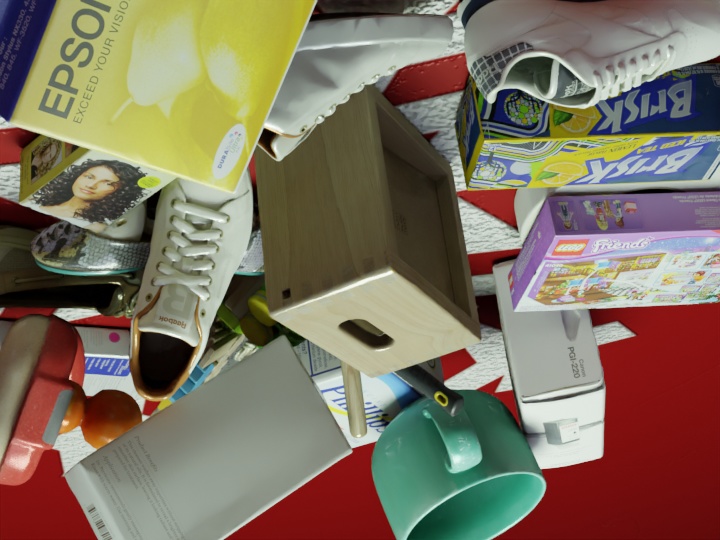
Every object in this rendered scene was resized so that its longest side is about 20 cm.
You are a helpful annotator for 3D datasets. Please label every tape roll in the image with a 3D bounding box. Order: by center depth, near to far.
[{"bbox_3d":[0.230,-0.058,1.059,0.199,0.038,0.204,-7,152,-3],"label":"tape roll"}]

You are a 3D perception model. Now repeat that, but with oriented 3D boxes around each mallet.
[{"bbox_3d":[0.012,0.054,1.072,0.041,0.198,0.067,-9,122,-57],"label":"mallet"}]

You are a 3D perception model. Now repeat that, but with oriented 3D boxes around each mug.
[{"bbox_3d":[0.092,0.175,1.167,0.150,0.115,0.186,0,139,-34],"label":"mug"}]

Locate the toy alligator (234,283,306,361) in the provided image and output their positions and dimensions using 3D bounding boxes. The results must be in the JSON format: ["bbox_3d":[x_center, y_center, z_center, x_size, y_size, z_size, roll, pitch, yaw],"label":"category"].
[{"bbox_3d":[-0.066,0.046,1.054,0.059,0.054,0.201,-45,171,-30],"label":"toy alligator"}]

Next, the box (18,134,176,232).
[{"bbox_3d":[-0.155,-0.097,0.868,0.199,0.051,0.075,-30,145,35],"label":"box"}]

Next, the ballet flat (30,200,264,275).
[{"bbox_3d":[-0.160,-0.037,0.981,0.197,0.073,0.072,1,152,-17],"label":"ballet flat"}]

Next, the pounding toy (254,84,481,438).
[{"bbox_3d":[0.000,0.000,0.945,0.140,0.187,0.200,-19,151,22],"label":"pounding toy"}]

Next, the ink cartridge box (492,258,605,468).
[{"bbox_3d":[0.186,0.092,1.210,0.083,0.148,0.201,-11,152,3],"label":"ink cartridge box"}]

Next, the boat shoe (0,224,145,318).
[{"bbox_3d":[-0.232,0.014,1.043,0.198,0.064,0.073,14,146,-36],"label":"boat shoe"}]

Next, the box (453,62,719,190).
[{"bbox_3d":[0.175,-0.107,0.922,0.196,0.065,0.070,-4,153,-10],"label":"box"}]

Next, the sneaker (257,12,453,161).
[{"bbox_3d":[-0.032,-0.119,0.787,0.197,0.086,0.073,-11,-165,-17],"label":"sneaker"}]

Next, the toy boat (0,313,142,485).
[{"bbox_3d":[-0.242,0.111,1.015,0.129,0.133,0.200,21,176,-14],"label":"toy boat"}]

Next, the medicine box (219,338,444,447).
[{"bbox_3d":[-0.040,0.101,1.216,0.197,0.105,0.182,-18,151,19],"label":"medicine box"}]

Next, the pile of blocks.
[{"bbox_3d":[-0.147,0.060,1.099,0.201,0.062,0.082,-53,171,21],"label":"pile of blocks"}]

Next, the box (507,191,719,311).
[{"bbox_3d":[0.237,-0.015,1.058,0.196,0.040,0.137,-2,153,-11],"label":"box"}]

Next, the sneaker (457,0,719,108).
[{"bbox_3d":[0.162,-0.146,0.827,0.196,0.082,0.077,-3,151,-12],"label":"sneaker"}]

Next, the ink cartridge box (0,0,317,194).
[{"bbox_3d":[-0.115,-0.160,0.653,0.198,0.047,0.200,14,109,-39],"label":"ink cartridge box"}]

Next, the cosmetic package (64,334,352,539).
[{"bbox_3d":[-0.119,0.151,0.977,0.198,0.114,0.081,-29,177,-28],"label":"cosmetic package"}]

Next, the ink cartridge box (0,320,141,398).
[{"bbox_3d":[-0.289,0.088,1.200,0.197,0.038,0.095,8,148,-23],"label":"ink cartridge box"}]

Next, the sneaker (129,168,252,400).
[{"bbox_3d":[-0.124,0.004,0.914,0.072,0.085,0.203,13,106,-10],"label":"sneaker"}]
